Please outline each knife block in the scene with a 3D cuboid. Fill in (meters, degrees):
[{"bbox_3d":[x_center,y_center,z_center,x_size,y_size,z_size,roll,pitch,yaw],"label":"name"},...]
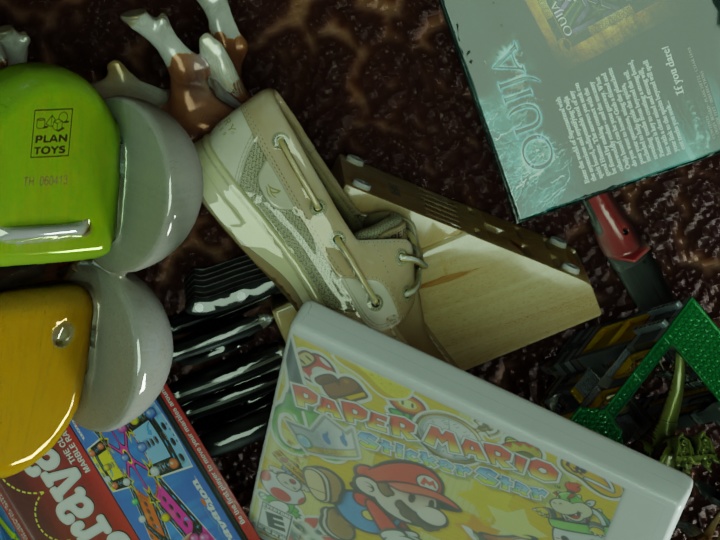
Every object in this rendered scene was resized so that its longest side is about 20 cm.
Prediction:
[{"bbox_3d":[0.000,0.040,1.493,0.200,0.064,0.176,21,105,-10],"label":"knife block"}]

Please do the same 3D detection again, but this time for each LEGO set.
[{"bbox_3d":[0.146,0.115,1.484,0.200,0.116,0.154,42,59,-18],"label":"LEGO set"}]

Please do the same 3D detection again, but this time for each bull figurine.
[{"bbox_3d":[-0.141,-0.071,1.448,0.200,0.065,0.122,-10,113,0],"label":"bull figurine"}]

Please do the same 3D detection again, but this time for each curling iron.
[{"bbox_3d":[0.143,-0.019,1.502,0.050,0.026,0.200,-22,107,5],"label":"curling iron"}]

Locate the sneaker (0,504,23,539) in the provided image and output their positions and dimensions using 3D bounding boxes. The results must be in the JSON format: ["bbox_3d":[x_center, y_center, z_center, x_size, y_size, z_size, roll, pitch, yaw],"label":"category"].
[{"bbox_3d":[-0.173,0.085,1.488,0.083,0.071,0.200,-34,84,-30],"label":"sneaker"}]

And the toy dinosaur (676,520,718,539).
[{"bbox_3d":[0.123,0.212,1.510,0.086,0.200,0.136,7,107,26],"label":"toy dinosaur"}]

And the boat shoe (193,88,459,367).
[{"bbox_3d":[0.000,0.000,1.412,0.065,0.072,0.200,-40,100,10],"label":"boat shoe"}]

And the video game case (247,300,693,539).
[{"bbox_3d":[0.046,0.114,1.405,0.200,0.023,0.182,25,142,9],"label":"video game case"}]

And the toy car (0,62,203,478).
[{"bbox_3d":[-0.181,-0.011,1.367,0.175,0.150,0.200,-6,116,-40],"label":"toy car"}]

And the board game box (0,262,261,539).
[{"bbox_3d":[-0.130,0.098,1.449,0.103,0.019,0.200,-30,86,-23],"label":"board game box"}]

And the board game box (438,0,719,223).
[{"bbox_3d":[0.107,-0.139,1.444,0.135,0.028,0.200,-19,97,1],"label":"board game box"}]
